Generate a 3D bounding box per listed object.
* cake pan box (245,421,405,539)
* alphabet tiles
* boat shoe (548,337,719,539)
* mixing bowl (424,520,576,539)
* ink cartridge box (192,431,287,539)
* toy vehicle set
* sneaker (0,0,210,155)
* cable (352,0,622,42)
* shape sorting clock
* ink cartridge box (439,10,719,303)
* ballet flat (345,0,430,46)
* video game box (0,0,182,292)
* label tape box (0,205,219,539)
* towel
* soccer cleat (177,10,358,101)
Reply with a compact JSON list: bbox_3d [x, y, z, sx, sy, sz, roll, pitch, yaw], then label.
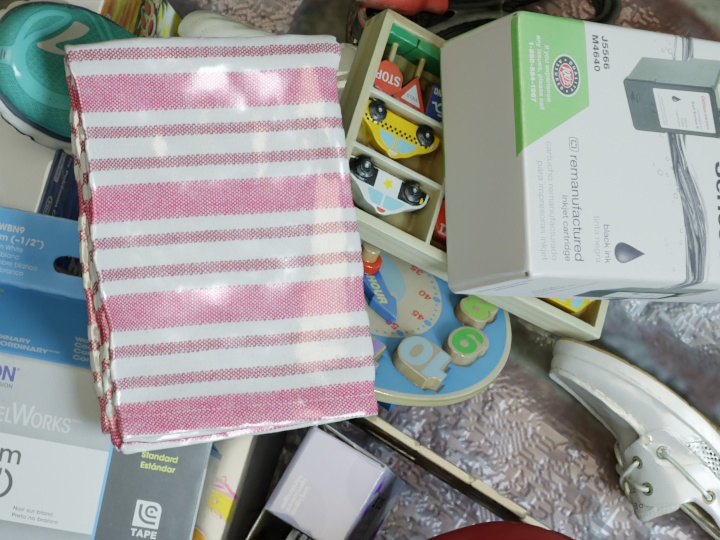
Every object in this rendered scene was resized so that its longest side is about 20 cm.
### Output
[{"bbox_3d":[-0.044,0.179,0.906,0.052,0.200,0.185,28,82,9],"label":"cake pan box"},{"bbox_3d":[0.061,0.122,0.923,0.199,0.167,0.008,31,83,6],"label":"alphabet tiles"},{"bbox_3d":[0.185,0.119,0.966,0.199,0.071,0.069,38,85,6],"label":"boat shoe"},{"bbox_3d":[0.082,0.202,0.822,0.200,0.200,0.108,45,60,8],"label":"mixing bowl"},{"bbox_3d":[-0.123,0.122,0.954,0.128,0.125,0.202,16,83,5],"label":"ink cartridge box"},{"bbox_3d":[0.073,-0.053,0.957,0.199,0.026,0.125,25,70,-25],"label":"toy vehicle set"},{"bbox_3d":[-0.105,-0.091,0.850,0.199,0.079,0.078,18,78,-40],"label":"sneaker"},{"bbox_3d":[0.071,-0.168,0.987,0.198,0.050,0.098,11,65,-13],"label":"cable"},{"bbox_3d":[0.000,0.000,0.945,0.199,0.200,0.039,35,128,7],"label":"shape sorting clock"},{"bbox_3d":[0.151,-0.059,0.938,0.199,0.084,0.147,2,82,-30],"label":"ink cartridge box"},{"bbox_3d":[0.035,-0.222,1.031,0.067,0.046,0.202,18,84,7],"label":"ballet flat"},{"bbox_3d":[-0.161,-0.073,0.953,0.046,0.182,0.202,16,84,8],"label":"video game box"},{"bbox_3d":[-0.149,0.078,0.833,0.142,0.066,0.202,12,96,-12],"label":"label tape box"},{"bbox_3d":[-0.066,-0.018,0.807,0.145,0.030,0.202,-6,90,-23],"label":"towel"},{"bbox_3d":[-0.015,-0.116,0.995,0.199,0.069,0.078,29,110,-8],"label":"soccer cleat"}]
